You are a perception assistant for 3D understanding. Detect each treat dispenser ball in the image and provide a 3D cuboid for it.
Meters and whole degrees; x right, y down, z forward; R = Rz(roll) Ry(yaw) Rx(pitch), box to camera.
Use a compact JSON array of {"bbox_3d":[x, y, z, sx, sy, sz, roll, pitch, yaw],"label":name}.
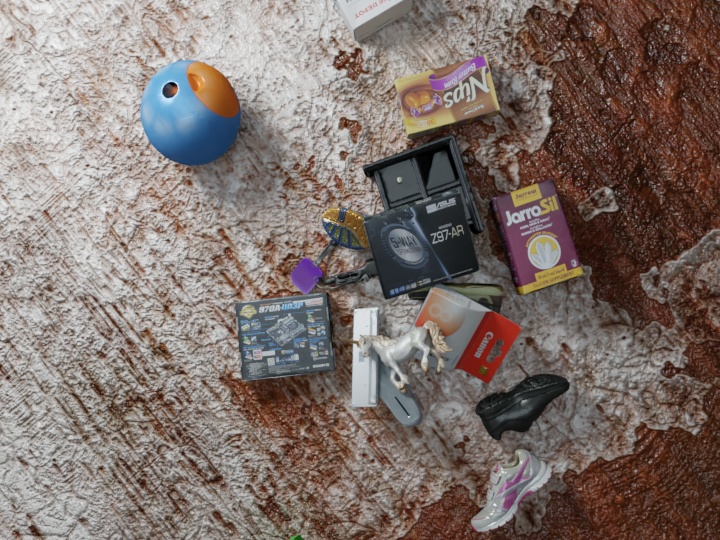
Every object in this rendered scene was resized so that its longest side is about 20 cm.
[{"bbox_3d":[-0.336,-0.311,1.569,0.196,0.201,0.206,0,88,2],"label":"treat dispenser ball"}]

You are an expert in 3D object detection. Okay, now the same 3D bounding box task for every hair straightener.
[{"bbox_3d":[0.000,0.000,1.610,0.195,0.077,0.042,-13,100,1],"label":"hair straightener"}]

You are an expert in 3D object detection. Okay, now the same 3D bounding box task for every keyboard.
[{"bbox_3d":[0.010,0.175,1.606,0.055,0.011,0.205,-7,70,24],"label":"keyboard"}]

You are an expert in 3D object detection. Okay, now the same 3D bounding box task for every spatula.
[{"bbox_3d":[-0.069,-0.042,1.642,0.056,0.021,0.201,40,89,-3],"label":"spatula"}]

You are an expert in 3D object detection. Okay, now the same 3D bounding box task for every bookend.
[{"bbox_3d":[0.125,-0.144,1.603,0.196,0.092,0.203,-17,88,2],"label":"bookend"}]

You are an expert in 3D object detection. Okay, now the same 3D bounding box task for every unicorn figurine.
[{"bbox_3d":[0.078,0.164,1.555,0.196,0.074,0.139,-24,63,1],"label":"unicorn figurine"}]

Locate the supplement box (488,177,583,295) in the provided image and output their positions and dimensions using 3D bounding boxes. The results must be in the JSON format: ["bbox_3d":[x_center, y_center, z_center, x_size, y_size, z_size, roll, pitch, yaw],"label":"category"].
[{"bbox_3d":[0.352,-0.066,1.589,0.128,0.103,0.204,-18,87,3],"label":"supplement box"}]

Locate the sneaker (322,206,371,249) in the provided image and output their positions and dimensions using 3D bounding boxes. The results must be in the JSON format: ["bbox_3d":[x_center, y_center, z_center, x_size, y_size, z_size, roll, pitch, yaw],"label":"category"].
[{"bbox_3d":[0.018,-0.080,1.612,0.196,0.088,0.077,19,107,6],"label":"sneaker"}]

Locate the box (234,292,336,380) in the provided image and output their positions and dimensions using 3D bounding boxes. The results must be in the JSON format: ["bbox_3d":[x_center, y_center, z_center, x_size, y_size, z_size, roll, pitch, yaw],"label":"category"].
[{"bbox_3d":[-0.155,0.135,1.628,0.195,0.046,0.163,-7,88,2],"label":"box"}]

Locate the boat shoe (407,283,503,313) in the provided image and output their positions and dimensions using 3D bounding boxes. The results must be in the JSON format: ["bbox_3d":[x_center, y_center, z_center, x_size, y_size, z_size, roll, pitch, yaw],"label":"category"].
[{"bbox_3d":[0.192,0.060,1.606,0.195,0.072,0.068,-1,89,2],"label":"boat shoe"}]

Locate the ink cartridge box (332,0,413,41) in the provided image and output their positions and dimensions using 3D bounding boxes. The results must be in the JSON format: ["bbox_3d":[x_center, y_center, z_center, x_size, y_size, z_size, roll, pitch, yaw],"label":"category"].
[{"bbox_3d":[0.002,-0.603,1.624,0.144,0.086,0.203,-29,86,1],"label":"ink cartridge box"}]

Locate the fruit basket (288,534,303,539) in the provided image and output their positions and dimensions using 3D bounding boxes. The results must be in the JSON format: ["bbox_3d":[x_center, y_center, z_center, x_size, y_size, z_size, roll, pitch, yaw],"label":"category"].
[{"bbox_3d":[-0.110,0.641,1.574,0.210,0.155,0.222,1,92,19],"label":"fruit basket"}]

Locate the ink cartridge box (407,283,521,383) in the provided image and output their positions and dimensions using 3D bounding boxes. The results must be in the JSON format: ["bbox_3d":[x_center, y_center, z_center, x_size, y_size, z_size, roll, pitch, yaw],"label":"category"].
[{"bbox_3d":[0.199,0.137,1.580,0.197,0.050,0.164,28,122,5],"label":"ink cartridge box"}]

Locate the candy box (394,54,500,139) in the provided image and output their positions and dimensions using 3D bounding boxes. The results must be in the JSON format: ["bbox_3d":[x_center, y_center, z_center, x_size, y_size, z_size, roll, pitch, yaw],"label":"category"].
[{"bbox_3d":[0.178,-0.355,1.626,0.195,0.056,0.120,-14,88,3],"label":"candy box"}]

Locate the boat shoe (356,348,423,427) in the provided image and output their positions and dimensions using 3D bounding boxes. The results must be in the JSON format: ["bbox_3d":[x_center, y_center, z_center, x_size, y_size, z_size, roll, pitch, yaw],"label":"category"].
[{"bbox_3d":[0.059,0.236,1.610,0.073,0.067,0.202,-34,66,6],"label":"boat shoe"}]

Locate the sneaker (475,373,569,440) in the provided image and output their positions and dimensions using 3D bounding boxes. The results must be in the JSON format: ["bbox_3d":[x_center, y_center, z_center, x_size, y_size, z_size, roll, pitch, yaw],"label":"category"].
[{"bbox_3d":[0.335,0.276,1.604,0.196,0.076,0.092,-24,97,8],"label":"sneaker"}]

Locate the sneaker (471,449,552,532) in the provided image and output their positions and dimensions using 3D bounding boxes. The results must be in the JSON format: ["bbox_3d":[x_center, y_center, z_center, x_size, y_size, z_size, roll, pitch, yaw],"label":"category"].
[{"bbox_3d":[0.289,0.439,1.594,0.200,0.081,0.088,-43,87,-8],"label":"sneaker"}]

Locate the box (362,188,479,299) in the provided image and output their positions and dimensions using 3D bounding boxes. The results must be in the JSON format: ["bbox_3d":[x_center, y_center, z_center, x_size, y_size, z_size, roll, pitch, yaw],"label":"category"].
[{"bbox_3d":[0.118,-0.051,1.536,0.195,0.044,0.164,-16,104,1],"label":"box"}]
